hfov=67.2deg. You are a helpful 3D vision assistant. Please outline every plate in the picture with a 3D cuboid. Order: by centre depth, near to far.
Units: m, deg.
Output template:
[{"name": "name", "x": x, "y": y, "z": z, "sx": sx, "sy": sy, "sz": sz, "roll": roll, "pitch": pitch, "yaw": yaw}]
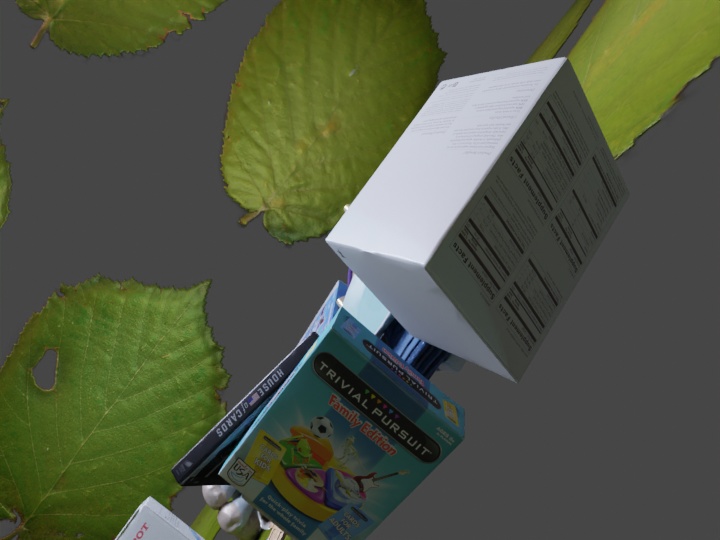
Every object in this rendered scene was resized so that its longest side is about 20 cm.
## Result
[{"name": "plate", "x": 0.027, "y": 0.017, "z": 0.676, "sx": 0.202, "sy": 0.025, "sz": 0.203, "roll": -56, "pitch": 18, "yaw": 29}]

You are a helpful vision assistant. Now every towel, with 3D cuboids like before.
[{"name": "towel", "x": 0.064, "y": 0.042, "z": 0.650, "sx": 0.113, "sy": 0.047, "sz": 0.202, "roll": -58, "pitch": 17, "yaw": 23}]

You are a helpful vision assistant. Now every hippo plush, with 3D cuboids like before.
[{"name": "hippo plush", "x": -0.180, "y": 0.387, "z": 1.004, "sx": 0.158, "sy": 0.161, "sz": 0.201, "roll": -34, "pitch": -39, "yaw": 3}]

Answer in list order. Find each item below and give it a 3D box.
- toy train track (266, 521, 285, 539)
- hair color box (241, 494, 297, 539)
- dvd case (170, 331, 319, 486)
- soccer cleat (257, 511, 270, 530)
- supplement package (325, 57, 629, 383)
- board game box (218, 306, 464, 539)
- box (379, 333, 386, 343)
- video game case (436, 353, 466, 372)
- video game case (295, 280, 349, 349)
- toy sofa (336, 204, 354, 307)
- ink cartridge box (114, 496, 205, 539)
[{"name": "toy train track", "x": -0.105, "y": 0.358, "z": 0.701, "sx": 0.112, "sy": 0.033, "sz": 0.203, "roll": -6, "pitch": 45, "yaw": 41}, {"name": "hair color box", "x": -0.031, "y": 0.202, "z": 0.606, "sx": 0.202, "sy": 0.110, "sz": 0.064, "roll": -51, "pitch": 3, "yaw": 17}, {"name": "dvd case", "x": -0.099, "y": 0.163, "z": 0.613, "sx": 0.199, "sy": 0.025, "sz": 0.151, "roll": -44, "pitch": -23, "yaw": -6}, {"name": "soccer cleat", "x": -0.133, "y": 0.316, "z": 0.880, "sx": 0.078, "sy": 0.067, "sz": 0.208, "roll": -90, "pitch": 6, "yaw": -79}, {"name": "supplement package", "x": 0.104, "y": -0.047, "z": 0.482, "sx": 0.202, "sy": 0.151, "sz": 0.150, "roll": -53, "pitch": 31, "yaw": -13}, {"name": "board game box", "x": -0.021, "y": 0.162, "z": 0.507, "sx": 0.202, "sy": 0.149, "sz": 0.047, "roll": -52, "pitch": 3, "yaw": 21}, {"name": "box", "x": 0.093, "y": 0.044, "z": 0.823, "sx": 0.203, "sy": 0.043, "sz": 0.160, "roll": -58, "pitch": -5, "yaw": 26}, {"name": "video game case", "x": 0.136, "y": 0.038, "z": 0.683, "sx": 0.202, "sy": 0.023, "sz": 0.182, "roll": -54, "pitch": 3, "yaw": -14}, {"name": "video game case", "x": -0.075, "y": 0.142, "z": 0.964, "sx": 0.184, "sy": 0.044, "sz": 0.202, "roll": -58, "pitch": 11, "yaw": 25}, {"name": "toy sofa", "x": 0.000, "y": 0.000, "z": 0.851, "sx": 0.095, "sy": 0.083, "sz": 0.205, "roll": -19, "pitch": -44, "yaw": -27}, {"name": "ink cartridge box", "x": -0.275, "y": 0.450, "z": 0.770, "sx": 0.149, "sy": 0.198, "sz": 0.086, "roll": -51, "pitch": 3, "yaw": -20}]
